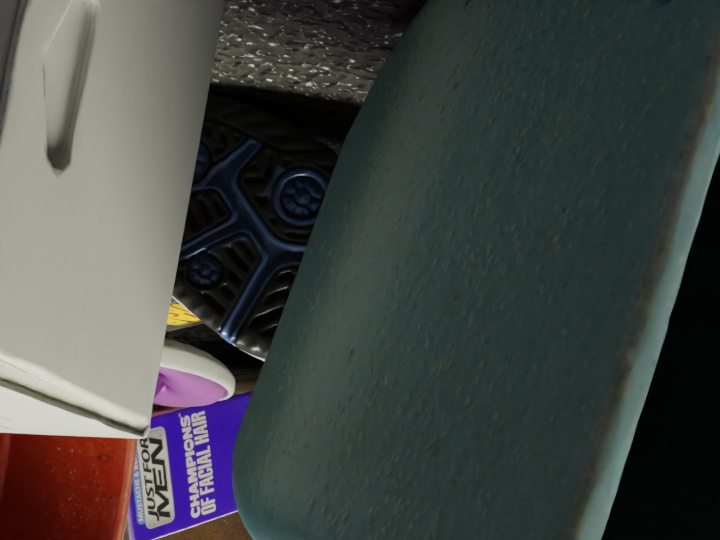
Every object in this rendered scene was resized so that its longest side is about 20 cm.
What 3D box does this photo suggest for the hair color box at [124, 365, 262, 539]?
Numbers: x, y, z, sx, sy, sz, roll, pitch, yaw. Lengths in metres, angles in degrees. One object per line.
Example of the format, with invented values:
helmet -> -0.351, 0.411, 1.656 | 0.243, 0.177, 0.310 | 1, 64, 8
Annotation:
hair color box -> -0.096, 0.091, 0.953 | 0.109, 0.065, 0.200 | -3, -174, 34

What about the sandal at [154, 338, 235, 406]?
sandal -> -0.143, 0.047, 0.808 | 0.082, 0.050, 0.203 | -6, 162, 44

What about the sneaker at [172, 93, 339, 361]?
sneaker -> -0.004, 0.012, 0.632 | 0.200, 0.076, 0.077 | 35, 169, 1

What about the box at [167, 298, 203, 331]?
box -> -0.133, -0.007, 0.780 | 0.137, 0.040, 0.200 | 16, 163, -32

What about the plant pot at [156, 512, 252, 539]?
plant pot -> -0.056, 0.165, 1.159 | 0.200, 0.187, 0.187 | -1, 168, -19

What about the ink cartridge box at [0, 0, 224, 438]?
ink cartridge box -> -0.144, -0.036, 0.474 | 0.200, 0.145, 0.084 | 0, 163, 28

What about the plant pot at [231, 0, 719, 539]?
plant pot -> 0.079, 0.025, 0.477 | 0.196, 0.196, 0.200 | 29, 162, -30

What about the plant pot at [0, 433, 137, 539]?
plant pot -> -0.196, 0.053, 0.617 | 0.195, 0.201, 0.201 | 5, 165, 9
